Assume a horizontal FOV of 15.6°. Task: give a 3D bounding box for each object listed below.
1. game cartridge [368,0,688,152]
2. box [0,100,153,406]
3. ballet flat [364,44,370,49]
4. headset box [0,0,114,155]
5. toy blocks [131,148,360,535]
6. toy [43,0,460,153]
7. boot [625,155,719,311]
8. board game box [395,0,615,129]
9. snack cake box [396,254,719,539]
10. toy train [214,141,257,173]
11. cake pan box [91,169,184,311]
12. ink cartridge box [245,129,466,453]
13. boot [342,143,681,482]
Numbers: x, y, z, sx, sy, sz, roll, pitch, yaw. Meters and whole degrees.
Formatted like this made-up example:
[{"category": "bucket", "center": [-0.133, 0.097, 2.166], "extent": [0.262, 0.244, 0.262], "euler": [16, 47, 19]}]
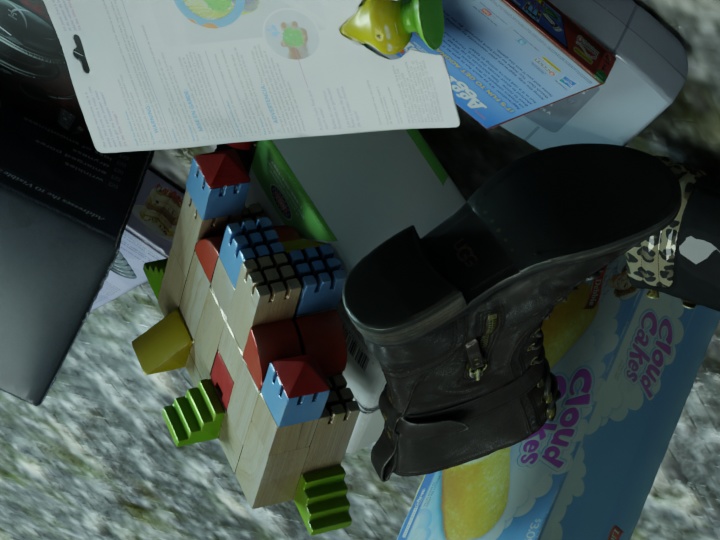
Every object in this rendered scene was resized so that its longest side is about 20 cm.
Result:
[{"category": "game cartridge", "center": [0.063, -0.130, 1.328], "extent": [0.200, 0.041, 0.133], "euler": [31, 159, -7]}, {"category": "box", "center": [-0.240, -0.047, 1.558], "extent": [0.199, 0.124, 0.197], "euler": [26, -160, -7]}, {"category": "ballet flat", "center": [-0.085, -0.141, 1.359], "extent": [0.200, 0.070, 0.067], "euler": [40, 164, 10]}, {"category": "headset box", "center": [-0.207, -0.167, 1.484], "extent": [0.199, 0.077, 0.149], "euler": [26, 156, 1]}, {"category": "toy blocks", "center": [-0.052, 0.027, 1.437], "extent": [0.200, 0.100, 0.137], "euler": [63, 151, 32]}, {"category": "toy", "center": [-0.052, -0.121, 1.289], "extent": [0.199, 0.047, 0.116], "euler": [-1, 123, 25]}, {"category": "boot", "center": [0.227, 0.022, 1.414], "extent": [0.153, 0.074, 0.204], "euler": [18, 148, 25]}, {"category": "board game box", "center": [0.021, -0.144, 1.279], "extent": [0.200, 0.019, 0.103], "euler": [38, 152, -21]}, {"category": "snack cake box", "center": [0.114, 0.087, 1.497], "extent": [0.067, 0.201, 0.115], "euler": [39, 153, -32]}, {"category": "toy train", "center": [-0.067, -0.093, 1.519], "extent": [0.034, 0.046, 0.200], "euler": [26, 155, 4]}, {"category": "cake pan box", "center": [-0.224, -0.055, 1.753], "extent": [0.200, 0.052, 0.184], "euler": [34, 153, -15]}, {"category": "ink cartridge box", "center": [0.000, 0.000, 1.519], "extent": [0.146, 0.084, 0.200], "euler": [57, 161, 14]}, {"category": "boot", "center": [0.083, 0.027, 1.390], "extent": [0.174, 0.199, 0.069], "euler": [69, 178, -54]}]
